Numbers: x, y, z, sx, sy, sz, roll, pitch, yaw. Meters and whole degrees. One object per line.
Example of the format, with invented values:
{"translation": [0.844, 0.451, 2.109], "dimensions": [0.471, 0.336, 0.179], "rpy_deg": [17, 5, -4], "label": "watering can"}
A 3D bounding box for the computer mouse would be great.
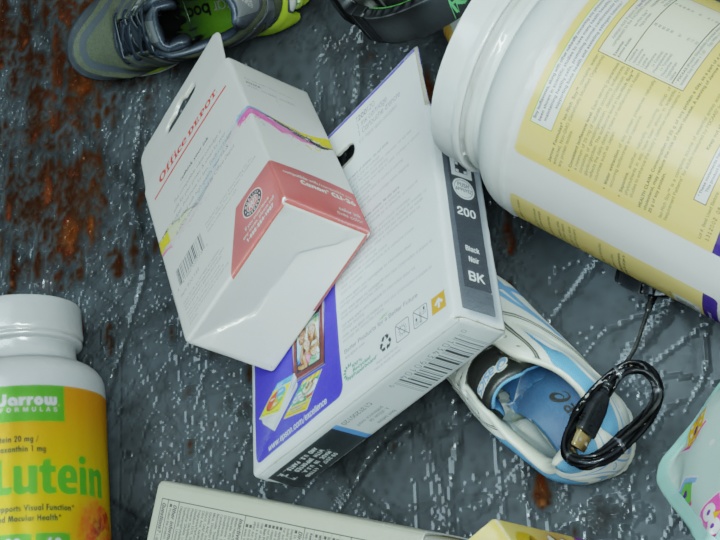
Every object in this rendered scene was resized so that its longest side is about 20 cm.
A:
{"translation": [0.153, 0.018, 0.888], "dimensions": [0.058, 0.034, 0.201], "rpy_deg": [10, 61, 26], "label": "computer mouse"}

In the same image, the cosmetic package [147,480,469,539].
{"translation": [-0.036, 0.194, 0.980], "dimensions": [0.199, 0.073, 0.104], "rpy_deg": [7, 82, 33], "label": "cosmetic package"}

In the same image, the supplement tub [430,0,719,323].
{"translation": [0.151, -0.072, 0.837], "dimensions": [0.200, 0.145, 0.146], "rpy_deg": [30, 94, 23], "label": "supplement tub"}

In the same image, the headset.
{"translation": [0.015, -0.210, 1.001], "dimensions": [0.124, 0.094, 0.200], "rpy_deg": [-51, 35, -8], "label": "headset"}

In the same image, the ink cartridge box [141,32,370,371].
{"translation": [-0.073, -0.049, 1.021], "dimensions": [0.117, 0.067, 0.200], "rpy_deg": [-54, 35, 24], "label": "ink cartridge box"}

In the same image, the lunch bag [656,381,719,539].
{"translation": [0.233, 0.069, 0.760], "dimensions": [0.122, 0.200, 0.171], "rpy_deg": [38, 100, 29], "label": "lunch bag"}

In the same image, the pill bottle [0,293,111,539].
{"translation": [-0.227, 0.123, 1.098], "dimensions": [0.111, 0.111, 0.201], "rpy_deg": [-16, 69, 28], "label": "pill bottle"}

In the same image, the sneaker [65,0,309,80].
{"translation": [-0.135, -0.175, 1.121], "dimensions": [0.199, 0.081, 0.074], "rpy_deg": [-15, 102, 34], "label": "sneaker"}

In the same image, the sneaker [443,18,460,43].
{"translation": [0.112, -0.115, 0.967], "dimensions": [0.088, 0.075, 0.201], "rpy_deg": [-30, 64, 22], "label": "sneaker"}

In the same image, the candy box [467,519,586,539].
{"translation": [0.123, 0.193, 0.801], "dimensions": [0.056, 0.200, 0.117], "rpy_deg": [-45, 58, 15], "label": "candy box"}

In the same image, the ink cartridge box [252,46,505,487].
{"translation": [0.000, 0.000, 0.979], "dimensions": [0.198, 0.043, 0.201], "rpy_deg": [-41, 42, 39], "label": "ink cartridge box"}

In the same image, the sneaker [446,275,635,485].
{"translation": [0.078, 0.050, 0.947], "dimensions": [0.200, 0.072, 0.072], "rpy_deg": [41, 102, 35], "label": "sneaker"}
